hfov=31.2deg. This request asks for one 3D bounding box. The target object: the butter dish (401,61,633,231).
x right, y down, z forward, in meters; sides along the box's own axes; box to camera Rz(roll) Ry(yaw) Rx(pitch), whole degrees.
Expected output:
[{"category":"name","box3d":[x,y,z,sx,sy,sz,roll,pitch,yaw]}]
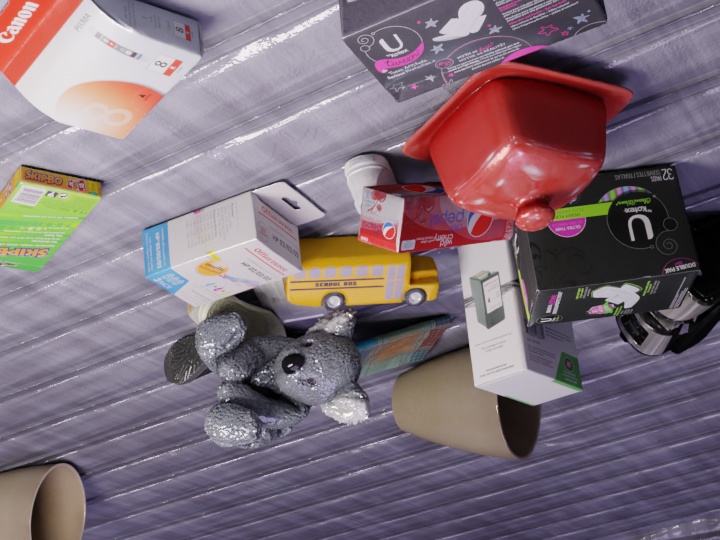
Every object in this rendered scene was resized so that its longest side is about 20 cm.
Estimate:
[{"category":"butter dish","box3d":[0.176,-0.113,1.390,0.199,0.149,0.199,7,152,-29]}]

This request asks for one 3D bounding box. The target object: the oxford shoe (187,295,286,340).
[{"category":"oxford shoe","box3d":[-0.167,0.074,1.774,0.058,0.075,0.200,24,172,38]}]

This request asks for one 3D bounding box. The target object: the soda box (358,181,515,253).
[{"category":"soda box","box3d":[0.091,-0.064,1.475,0.199,0.064,0.070,-7,-162,-43]}]

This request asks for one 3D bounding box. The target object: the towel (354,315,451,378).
[{"category":"towel","box3d":[0.030,0.127,1.939,0.199,0.022,0.147,-15,159,-22]}]

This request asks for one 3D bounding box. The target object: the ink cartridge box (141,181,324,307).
[{"category":"ink cartridge box","box3d":[-0.150,-0.029,1.563,0.199,0.068,0.115,-19,153,21]}]

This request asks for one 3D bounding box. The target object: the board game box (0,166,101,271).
[{"category":"board game box","box3d":[-0.383,-0.055,1.494,0.095,0.030,0.200,11,146,-32]}]

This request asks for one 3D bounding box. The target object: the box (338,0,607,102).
[{"category":"box","box3d":[0.088,-0.254,1.089,0.199,0.133,0.115,-18,149,20]}]

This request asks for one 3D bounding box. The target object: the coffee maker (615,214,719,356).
[{"category":"coffee maker","box3d":[0.469,0.024,1.776,0.191,0.135,0.200,-3,155,-12]}]

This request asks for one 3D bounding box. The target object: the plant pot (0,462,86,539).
[{"category":"plant pot","box3d":[-0.623,0.433,2.299,0.199,0.188,0.187,0,158,17]}]

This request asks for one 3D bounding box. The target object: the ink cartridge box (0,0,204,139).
[{"category":"ink cartridge box","box3d":[-0.270,-0.199,1.199,0.199,0.050,0.162,9,150,-38]}]

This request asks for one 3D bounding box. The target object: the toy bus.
[{"category":"toy bus","box3d":[0.000,0.000,1.651,0.199,0.065,0.079,-3,125,-10]}]

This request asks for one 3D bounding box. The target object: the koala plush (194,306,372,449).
[{"category":"koala plush","box3d":[-0.083,0.134,1.669,0.199,0.178,0.184,-19,156,20]}]

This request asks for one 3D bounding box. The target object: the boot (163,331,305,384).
[{"category":"boot","box3d":[-0.167,0.132,1.913,0.199,0.066,0.165,10,151,-42]}]

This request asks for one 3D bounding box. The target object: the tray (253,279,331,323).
[{"category":"tray","box3d":[-0.092,0.027,1.754,0.107,0.022,0.200,-9,155,5]}]

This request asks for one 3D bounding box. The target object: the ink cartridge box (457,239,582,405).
[{"category":"ink cartridge box","box3d":[0.211,0.062,1.707,0.084,0.201,0.146,-23,151,35]}]

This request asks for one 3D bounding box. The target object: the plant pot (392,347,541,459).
[{"category":"plant pot","box3d":[0.158,0.205,2.025,0.199,0.188,0.187,-6,158,28]}]

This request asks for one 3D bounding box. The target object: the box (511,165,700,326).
[{"category":"box","box3d":[0.296,-0.029,1.597,0.199,0.149,0.124,-7,156,-2]}]

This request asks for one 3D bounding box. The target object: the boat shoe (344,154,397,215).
[{"category":"boat shoe","box3d":[0.035,-0.067,1.537,0.072,0.069,0.200,-11,154,8]}]
